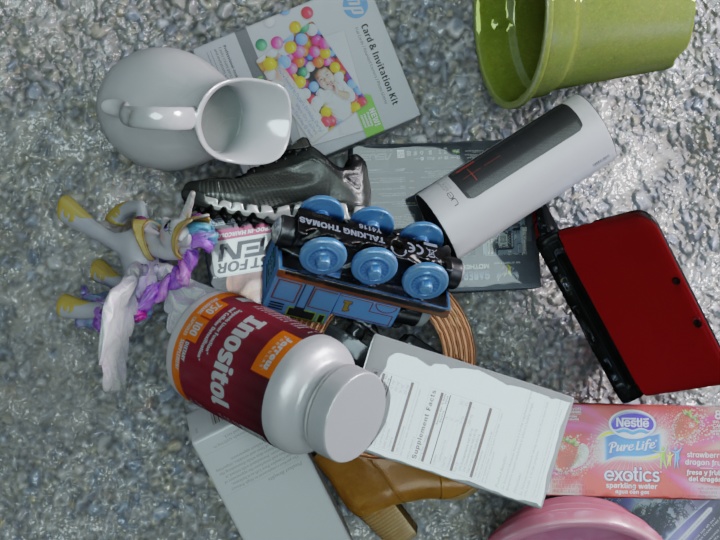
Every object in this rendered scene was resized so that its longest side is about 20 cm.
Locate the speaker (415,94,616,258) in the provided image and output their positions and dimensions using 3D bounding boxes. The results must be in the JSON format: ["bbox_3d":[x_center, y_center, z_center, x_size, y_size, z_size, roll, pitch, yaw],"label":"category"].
[{"bbox_3d":[0.156,-0.093,1.412,0.199,0.081,0.082,-32,92,-5],"label":"speaker"}]

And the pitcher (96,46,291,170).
[{"bbox_3d":[-0.191,-0.156,1.356,0.170,0.199,0.123,0,100,-44],"label":"pitcher"}]

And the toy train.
[{"bbox_3d":[0.000,0.000,1.361,0.198,0.087,0.115,14,133,-16],"label":"toy train"}]

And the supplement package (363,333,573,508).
[{"bbox_3d":[0.092,0.146,1.347,0.198,0.114,0.111,18,84,3],"label":"supplement package"}]

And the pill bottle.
[{"bbox_3d":[-0.077,0.100,1.288,0.199,0.113,0.114,21,87,36],"label":"pill bottle"}]

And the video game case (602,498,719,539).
[{"bbox_3d":[0.338,0.291,1.500,0.143,0.019,0.200,-44,91,-4],"label":"video game case"}]

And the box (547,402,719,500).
[{"bbox_3d":[0.274,0.187,1.442,0.197,0.100,0.097,1,83,2],"label":"box"}]

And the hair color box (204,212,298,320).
[{"bbox_3d":[-0.105,0.028,1.446,0.099,0.061,0.203,-9,90,-5],"label":"hair color box"}]

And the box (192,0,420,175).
[{"bbox_3d":[-0.057,-0.195,1.465,0.198,0.041,0.157,-22,91,-6],"label":"box"}]

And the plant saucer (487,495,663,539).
[{"bbox_3d":[0.215,0.293,1.427,0.198,0.202,0.051,5,47,-5],"label":"plant saucer"}]

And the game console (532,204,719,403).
[{"bbox_3d":[0.267,0.018,1.392,0.118,0.173,0.201,-26,108,13],"label":"game console"}]

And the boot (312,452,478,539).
[{"bbox_3d":[0.060,0.180,1.453,0.201,0.071,0.145,-38,92,0],"label":"boot"}]

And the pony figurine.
[{"bbox_3d":[-0.218,0.016,1.372,0.166,0.199,0.196,-3,96,-49],"label":"pony figurine"}]

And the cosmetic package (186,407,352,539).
[{"bbox_3d":[-0.088,0.219,1.410,0.101,0.074,0.202,-25,112,-3],"label":"cosmetic package"}]

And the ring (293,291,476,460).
[{"bbox_3d":[0.020,0.091,1.421,0.198,0.019,0.203,1,86,-7],"label":"ring"}]

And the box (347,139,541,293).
[{"bbox_3d":[0.088,-0.055,1.469,0.197,0.051,0.160,-3,89,-6],"label":"box"}]

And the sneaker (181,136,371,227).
[{"bbox_3d":[-0.080,-0.089,1.392,0.197,0.066,0.092,4,84,-11],"label":"sneaker"}]

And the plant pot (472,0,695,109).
[{"bbox_3d":[0.234,-0.270,1.430,0.182,0.200,0.203,-4,89,-16],"label":"plant pot"}]

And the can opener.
[{"bbox_3d":[0.044,0.102,1.461,0.199,0.053,0.067,33,84,-4],"label":"can opener"}]
